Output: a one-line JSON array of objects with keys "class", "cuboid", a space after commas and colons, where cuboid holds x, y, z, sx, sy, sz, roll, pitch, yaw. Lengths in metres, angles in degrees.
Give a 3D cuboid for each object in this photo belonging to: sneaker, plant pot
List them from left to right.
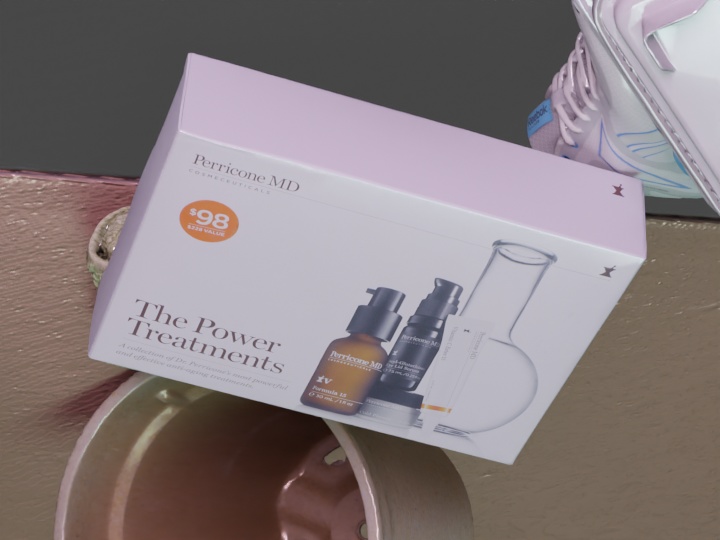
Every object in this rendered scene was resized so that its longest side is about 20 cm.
[{"class": "plant pot", "cuboid": [-0.035, 0.146, 1.283, 0.200, 0.201, 0.183, -23, 167, 25]}, {"class": "sneaker", "cuboid": [0.106, -0.069, 0.966, 0.086, 0.075, 0.200, -9, 157, 18]}]

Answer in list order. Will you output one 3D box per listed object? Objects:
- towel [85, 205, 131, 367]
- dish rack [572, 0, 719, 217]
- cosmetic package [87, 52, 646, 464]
[{"class": "towel", "cuboid": [-0.029, 0.000, 1.105, 0.199, 0.037, 0.148, -9, 158, -8]}, {"class": "dish rack", "cuboid": [0.190, -0.083, 0.831, 0.200, 0.044, 0.172, -21, 127, 24]}, {"class": "cosmetic package", "cuboid": [0.000, 0.000, 0.986, 0.200, 0.052, 0.151, 15, 135, -12]}]
